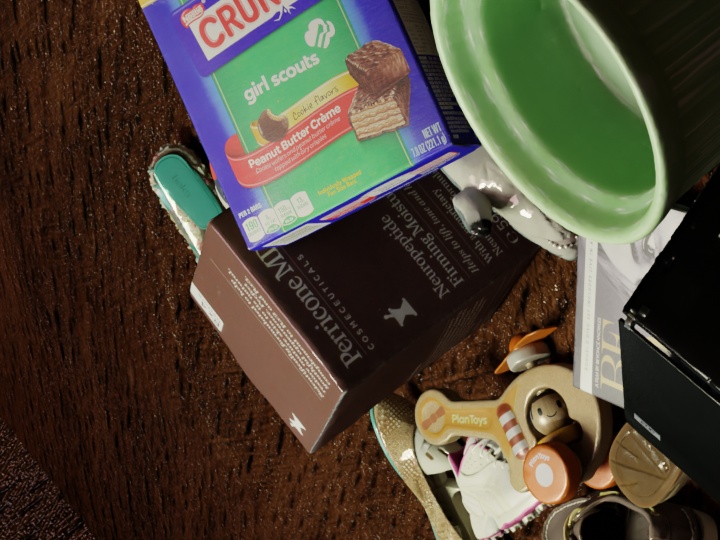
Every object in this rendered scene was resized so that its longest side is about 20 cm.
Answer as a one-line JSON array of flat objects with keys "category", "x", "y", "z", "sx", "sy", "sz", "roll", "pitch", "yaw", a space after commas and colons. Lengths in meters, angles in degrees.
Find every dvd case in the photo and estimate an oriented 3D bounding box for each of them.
[{"category": "dvd case", "x": 0.212, "y": 0.035, "z": 1.232, "sx": 0.199, "sy": 0.016, "sz": 0.150, "roll": 23, "pitch": 121, "yaw": 46}]

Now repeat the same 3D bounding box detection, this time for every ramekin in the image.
[{"category": "ramekin", "x": 0.140, "y": -0.125, "z": 1.137, "sx": 0.200, "sy": 0.097, "sz": 0.201, "roll": 45, "pitch": 157, "yaw": 25}]

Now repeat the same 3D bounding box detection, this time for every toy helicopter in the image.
[{"category": "toy helicopter", "x": 0.117, "y": 0.108, "z": 1.542, "sx": 0.199, "sy": 0.078, "sz": 0.134, "roll": -2, "pitch": 96, "yaw": 47}]

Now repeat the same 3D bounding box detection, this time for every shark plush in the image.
[{"category": "shark plush", "x": 0.080, "y": -0.077, "z": 1.393, "sx": 0.199, "sy": 0.091, "sz": 0.083, "roll": 33, "pitch": 180, "yaw": 37}]

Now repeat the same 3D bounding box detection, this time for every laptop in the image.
[{"category": "laptop", "x": 0.253, "y": 0.060, "z": 1.170, "sx": 0.177, "sy": 0.201, "sz": 0.103, "roll": 41, "pitch": -164, "yaw": 32}]

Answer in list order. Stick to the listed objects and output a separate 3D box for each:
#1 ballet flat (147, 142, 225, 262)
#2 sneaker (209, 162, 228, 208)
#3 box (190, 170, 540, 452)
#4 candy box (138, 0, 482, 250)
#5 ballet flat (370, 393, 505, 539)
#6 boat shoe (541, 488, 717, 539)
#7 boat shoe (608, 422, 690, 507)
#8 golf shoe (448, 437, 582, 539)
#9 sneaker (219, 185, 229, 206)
[{"category": "ballet flat", "x": -0.142, "y": -0.040, "z": 1.945, "sx": 0.201, "sy": 0.075, "sz": 0.064, "roll": 63, "pitch": -171, "yaw": -6}, {"category": "sneaker", "x": -0.076, "y": -0.062, "z": 1.731, "sx": 0.200, "sy": 0.075, "sz": 0.085, "roll": 38, "pitch": 157, "yaw": 39}, {"category": "box", "x": 0.000, "y": 0.000, "z": 1.485, "sx": 0.166, "sy": 0.199, "sz": 0.164, "roll": 51, "pitch": 159, "yaw": 9}, {"category": "candy box", "x": -0.036, "y": -0.141, "z": 1.343, "sx": 0.202, "sy": 0.168, "sz": 0.077, "roll": 66, "pitch": -162, "yaw": 6}, {"category": "ballet flat", "x": 0.080, "y": 0.193, "z": 1.807, "sx": 0.065, "sy": 0.071, "sz": 0.201, "roll": -16, "pitch": 112, "yaw": 39}, {"category": "boat shoe", "x": 0.195, "y": 0.204, "z": 1.515, "sx": 0.059, "sy": 0.073, "sz": 0.200, "roll": 15, "pitch": 171, "yaw": -26}, {"category": "boat shoe", "x": 0.235, "y": 0.084, "z": 1.290, "sx": 0.072, "sy": 0.064, "sz": 0.200, "roll": 58, "pitch": 143, "yaw": 19}, {"category": "golf shoe", "x": 0.124, "y": 0.172, "z": 1.649, "sx": 0.092, "sy": 0.075, "sz": 0.200, "roll": 59, "pitch": 157, "yaw": 6}, {"category": "sneaker", "x": -0.025, "y": -0.026, "z": 1.629, "sx": 0.200, "sy": 0.106, "sz": 0.075, "roll": 47, "pitch": 158, "yaw": 21}]
